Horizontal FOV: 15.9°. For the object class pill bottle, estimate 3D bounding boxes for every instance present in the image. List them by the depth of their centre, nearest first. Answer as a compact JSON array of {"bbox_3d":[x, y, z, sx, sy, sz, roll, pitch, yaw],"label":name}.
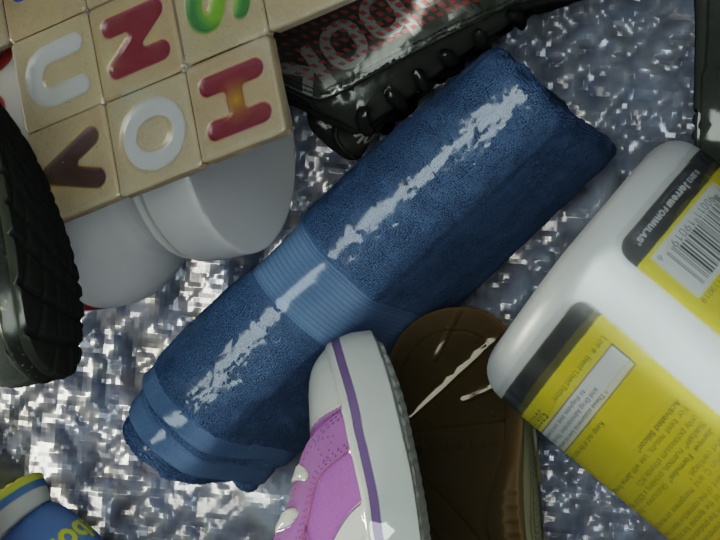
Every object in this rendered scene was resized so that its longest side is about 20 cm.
[{"bbox_3d":[0.150,0.057,0.886,0.200,0.112,0.112,40,97,6],"label":"pill bottle"},{"bbox_3d":[-0.129,-0.038,0.943,0.199,0.112,0.113,-6,90,27],"label":"pill bottle"}]

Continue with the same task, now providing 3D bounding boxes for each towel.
[{"bbox_3d":[0.000,0.000,0.949,0.200,0.112,0.049,-43,73,8],"label":"towel"}]

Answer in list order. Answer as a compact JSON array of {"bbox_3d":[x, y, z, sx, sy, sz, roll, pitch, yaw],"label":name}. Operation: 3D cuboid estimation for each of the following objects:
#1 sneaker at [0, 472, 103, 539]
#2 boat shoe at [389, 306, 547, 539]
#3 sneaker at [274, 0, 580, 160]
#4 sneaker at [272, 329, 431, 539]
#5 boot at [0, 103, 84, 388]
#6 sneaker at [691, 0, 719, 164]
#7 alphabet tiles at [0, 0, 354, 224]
[{"bbox_3d":[-0.159,0.179,0.999,0.082,0.074,0.201,36,97,4],"label":"sneaker"},{"bbox_3d":[0.038,0.117,0.942,0.072,0.065,0.202,-3,70,16],"label":"boat shoe"},{"bbox_3d":[0.018,-0.094,0.965,0.199,0.071,0.099,-9,90,11],"label":"sneaker"},{"bbox_3d":[-0.029,0.120,0.876,0.113,0.073,0.202,-5,70,5],"label":"sneaker"},{"bbox_3d":[-0.173,-0.026,0.836,0.130,0.068,0.201,-25,61,3],"label":"boot"},{"bbox_3d":[0.175,-0.097,0.945,0.103,0.060,0.202,-1,88,13],"label":"sneaker"},{"bbox_3d":[-0.083,-0.124,0.862,0.166,0.008,0.202,-20,72,26],"label":"alphabet tiles"}]
